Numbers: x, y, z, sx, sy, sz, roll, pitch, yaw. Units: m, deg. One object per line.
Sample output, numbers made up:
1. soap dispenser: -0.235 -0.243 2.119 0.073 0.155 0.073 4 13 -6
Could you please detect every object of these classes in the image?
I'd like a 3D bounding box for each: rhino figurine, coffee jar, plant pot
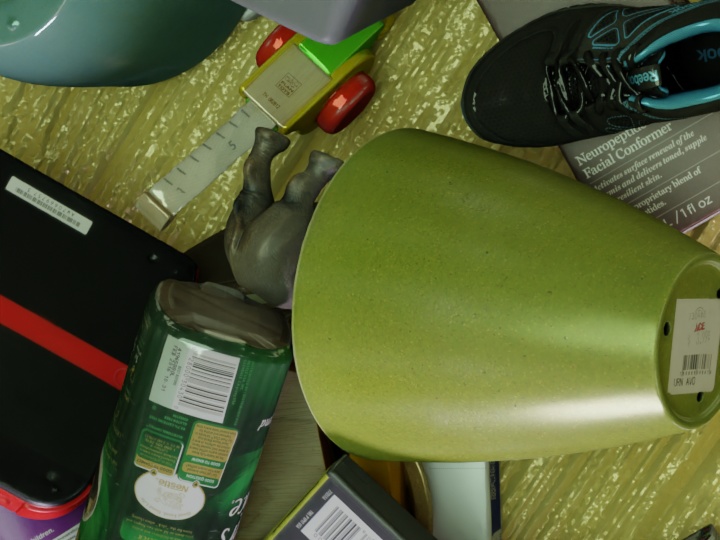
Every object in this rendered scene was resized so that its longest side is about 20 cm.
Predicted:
1. rhino figurine: 0.000 0.000 1.430 0.060 0.200 0.088 17 78 51
2. coffee jar: -0.103 0.113 1.375 0.085 0.104 0.201 17 105 -7
3. plant pot: 0.098 0.025 1.343 0.199 0.187 0.188 9 98 36
4. plant pot: -0.176 -0.197 1.432 0.199 0.161 0.202 4 102 21

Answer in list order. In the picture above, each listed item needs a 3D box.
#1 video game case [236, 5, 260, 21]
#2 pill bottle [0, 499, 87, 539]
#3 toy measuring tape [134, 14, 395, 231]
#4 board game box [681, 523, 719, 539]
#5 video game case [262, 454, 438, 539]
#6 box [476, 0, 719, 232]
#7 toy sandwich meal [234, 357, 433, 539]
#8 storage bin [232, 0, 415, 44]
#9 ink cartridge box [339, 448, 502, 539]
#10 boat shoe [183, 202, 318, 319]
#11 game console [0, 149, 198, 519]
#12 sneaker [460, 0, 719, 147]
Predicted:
1. video game case: -0.036 -0.277 1.473 0.199 0.022 0.183 -33 87 16
2. pill bottle: -0.220 0.108 1.477 0.112 0.112 0.201 -25 97 16
3. toy measuring tape: -0.053 -0.089 1.454 0.074 0.074 0.200 44 75 7
4. board game box: 0.142 0.242 1.433 0.199 0.062 0.200 -31 96 7
5. video game case: 0.011 0.228 1.407 0.200 0.025 0.181 43 123 3
6. box: 0.149 -0.115 1.416 0.100 0.075 0.201 -31 86 16
7. toy sandwich meal: -0.051 0.138 1.452 0.204 0.070 0.207 2 96 17
8. storage bin: -0.012 -0.213 1.370 0.145 0.200 0.135 26 110 10
9. ink cartridge box: -0.013 0.174 1.504 0.199 0.041 0.201 -2 95 15
10. boat shoe: -0.082 0.026 1.501 0.199 0.072 0.076 -22 124 7
11. game console: -0.212 0.027 1.416 0.199 0.031 0.178 30 72 -12
12. sneaker: 0.140 -0.110 1.336 0.199 0.082 0.074 -14 96 23
